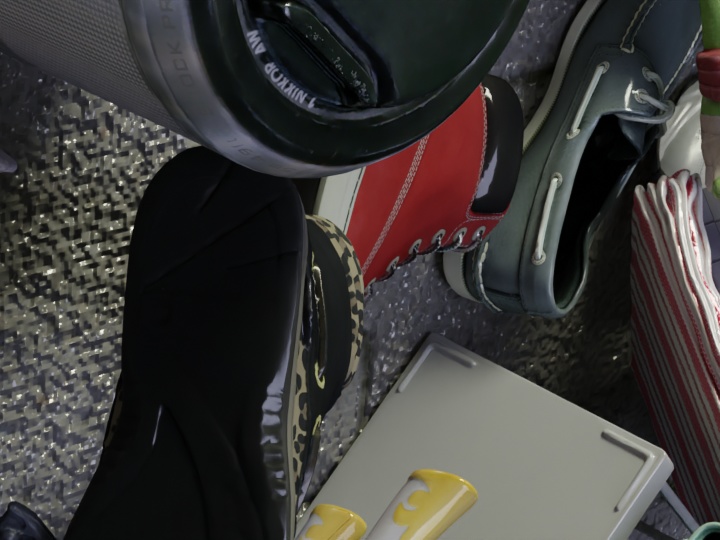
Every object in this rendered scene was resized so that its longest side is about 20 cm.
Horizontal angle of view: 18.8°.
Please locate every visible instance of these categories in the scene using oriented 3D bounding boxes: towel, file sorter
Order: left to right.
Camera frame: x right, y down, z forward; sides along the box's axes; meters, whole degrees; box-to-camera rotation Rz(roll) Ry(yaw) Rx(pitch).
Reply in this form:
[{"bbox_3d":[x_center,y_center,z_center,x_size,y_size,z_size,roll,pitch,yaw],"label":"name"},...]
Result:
[{"bbox_3d":[0.049,0.160,0.972,0.200,0.138,0.125,-55,140,-11],"label":"file sorter"},{"bbox_3d":[0.159,0.061,0.998,0.030,0.147,0.200,-15,151,-2],"label":"towel"}]

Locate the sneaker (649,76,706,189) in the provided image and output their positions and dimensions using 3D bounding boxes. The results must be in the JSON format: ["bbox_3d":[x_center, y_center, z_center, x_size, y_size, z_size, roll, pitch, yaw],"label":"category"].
[{"bbox_3d":[0.228,-0.063,1.080,0.200,0.092,0.076,-24,126,-35],"label":"sneaker"}]

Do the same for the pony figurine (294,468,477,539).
[{"bbox_3d":[-0.060,0.165,0.847,0.201,0.192,0.167,-64,146,-30],"label":"pony figurine"}]

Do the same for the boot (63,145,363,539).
[{"bbox_3d":[-0.042,0.066,0.740,0.154,0.073,0.205,21,78,-80],"label":"boot"}]

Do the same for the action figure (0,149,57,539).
[{"bbox_3d":[-0.178,0.035,0.698,0.199,0.105,0.194,24,98,-17],"label":"action figure"}]

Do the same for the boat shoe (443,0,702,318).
[{"bbox_3d":[0.116,-0.063,0.986,0.200,0.062,0.073,-55,137,-11],"label":"boat shoe"}]

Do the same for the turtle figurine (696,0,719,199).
[{"bbox_3d":[0.182,-0.132,0.896,0.144,0.199,0.195,-32,113,-44],"label":"turtle figurine"}]

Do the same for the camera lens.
[{"bbox_3d":[-0.051,-0.128,0.678,0.160,0.200,0.161,-22,124,-37],"label":"camera lens"}]

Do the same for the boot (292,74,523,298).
[{"bbox_3d":[0.000,0.000,0.895,0.144,0.072,0.201,25,87,-50],"label":"boot"}]

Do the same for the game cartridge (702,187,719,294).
[{"bbox_3d":[0.193,0.065,1.061,0.038,0.130,0.200,-13,145,6],"label":"game cartridge"}]

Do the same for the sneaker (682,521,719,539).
[{"bbox_3d":[0.175,0.145,0.921,0.200,0.074,0.119,-26,141,-30],"label":"sneaker"}]
